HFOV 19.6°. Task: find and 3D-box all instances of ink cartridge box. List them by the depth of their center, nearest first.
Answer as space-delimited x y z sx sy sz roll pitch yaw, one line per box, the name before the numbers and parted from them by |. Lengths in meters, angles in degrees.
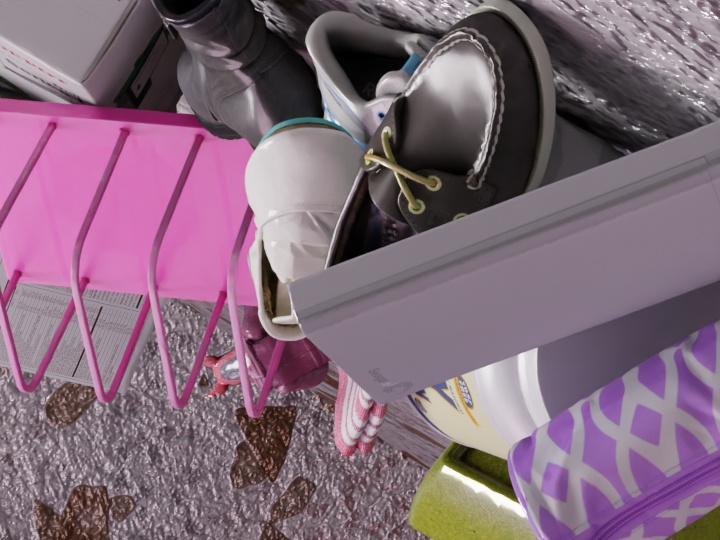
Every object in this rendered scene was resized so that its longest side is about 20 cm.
ink cartridge box | -0.192 -0.157 1.293 0.146 0.085 0.200 30 174 8

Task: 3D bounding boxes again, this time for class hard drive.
hard drive | 0.081 0.000 0.911 0.132 0.199 0.026 48 -157 -65

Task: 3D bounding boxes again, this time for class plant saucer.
plant saucer | 0.144 0.099 1.229 0.199 0.200 0.048 24 156 44

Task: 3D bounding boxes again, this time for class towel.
towel | 0.000 0.000 1.157 0.030 0.147 0.200 -2 152 -9

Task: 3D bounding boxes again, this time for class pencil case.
pencil case | 0.163 0.073 0.956 0.084 0.199 0.086 46 -159 -29

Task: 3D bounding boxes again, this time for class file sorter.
file sorter | -0.144 -0.003 1.228 0.198 0.126 0.140 5 134 12

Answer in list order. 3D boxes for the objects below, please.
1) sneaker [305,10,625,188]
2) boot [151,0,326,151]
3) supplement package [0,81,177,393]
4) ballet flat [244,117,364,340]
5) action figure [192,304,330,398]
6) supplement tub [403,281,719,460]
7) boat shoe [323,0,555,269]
sneaker | 0.048 -0.066 0.992 0.199 0.075 0.087 27 166 29
boot | -0.079 -0.132 1.128 0.132 0.070 0.200 53 172 -27
supplement package | -0.236 -0.048 1.422 0.199 0.148 0.192 14 -148 -20
ballet flat | -0.027 -0.012 1.070 0.069 0.070 0.200 31 160 5
action figure | -0.024 0.045 1.488 0.134 0.199 0.149 58 -179 -35
supplement tub | 0.108 0.036 1.117 0.145 0.146 0.200 34 172 -18
boat shoe | 0.031 -0.036 0.936 0.072 0.060 0.202 50 144 25
